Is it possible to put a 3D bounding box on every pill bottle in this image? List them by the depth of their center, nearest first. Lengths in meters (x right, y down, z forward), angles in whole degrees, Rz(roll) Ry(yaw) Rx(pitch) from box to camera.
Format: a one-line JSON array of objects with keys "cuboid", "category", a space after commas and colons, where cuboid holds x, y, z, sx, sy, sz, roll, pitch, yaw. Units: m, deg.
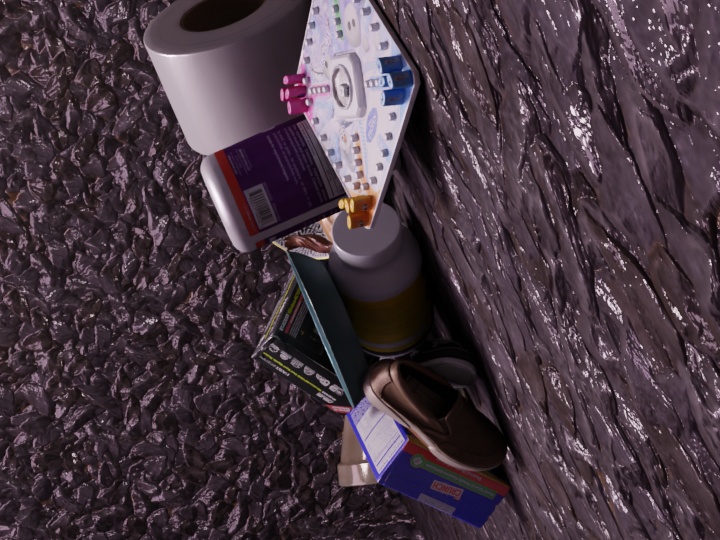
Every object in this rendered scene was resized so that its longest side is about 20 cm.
[{"cuboid": [-0.063, -0.106, 1.212, 0.112, 0.200, 0.113, 156, 90, -84], "category": "pill bottle"}, {"cuboid": [0.023, 0.010, 1.348, 0.200, 0.112, 0.112, 74, 170, -53], "category": "pill bottle"}]

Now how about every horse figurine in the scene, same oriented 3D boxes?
[{"cuboid": [-0.035, -0.087, 1.395, 0.132, 0.050, 0.200, 34, 135, 15], "category": "horse figurine"}]

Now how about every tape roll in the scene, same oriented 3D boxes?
[{"cuboid": [-0.136, -0.246, 1.326, 0.203, 0.202, 0.139, -122, 9, -54], "category": "tape roll"}]

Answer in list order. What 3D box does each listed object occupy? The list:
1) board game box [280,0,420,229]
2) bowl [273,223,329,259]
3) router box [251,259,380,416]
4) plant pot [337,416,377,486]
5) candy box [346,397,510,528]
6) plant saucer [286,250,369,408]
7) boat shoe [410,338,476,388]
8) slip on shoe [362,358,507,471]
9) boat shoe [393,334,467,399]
[{"cuboid": [-0.018, -0.172, 1.063, 0.200, 0.026, 0.200, 62, 153, 31], "category": "board game box"}, {"cuboid": [-0.060, -0.125, 1.487, 0.094, 0.200, 0.201, -45, -60, -49], "category": "bowl"}, {"cuboid": [-0.043, 0.078, 1.525, 0.150, 0.062, 0.200, 35, -140, -11], "category": "router box"}, {"cuboid": [0.048, 0.283, 2.012, 0.200, 0.199, 0.174, 105, 157, -81], "category": "plant pot"}, {"cuboid": [0.084, 0.237, 1.511, 0.169, 0.077, 0.200, 29, -168, -23], "category": "candy box"}, {"cuboid": [-0.032, 0.063, 1.324, 0.200, 0.036, 0.200, 157, 90, -86], "category": "plant saucer"}, {"cuboid": [0.092, 0.110, 1.346, 0.200, 0.075, 0.060, 136, 151, -69], "category": "boat shoe"}, {"cuboid": [0.096, 0.161, 1.281, 0.200, 0.076, 0.061, 38, 141, -16], "category": "slip on shoe"}, {"cuboid": [0.075, 0.135, 1.522, 0.200, 0.065, 0.072, 57, 140, 42], "category": "boat shoe"}]
